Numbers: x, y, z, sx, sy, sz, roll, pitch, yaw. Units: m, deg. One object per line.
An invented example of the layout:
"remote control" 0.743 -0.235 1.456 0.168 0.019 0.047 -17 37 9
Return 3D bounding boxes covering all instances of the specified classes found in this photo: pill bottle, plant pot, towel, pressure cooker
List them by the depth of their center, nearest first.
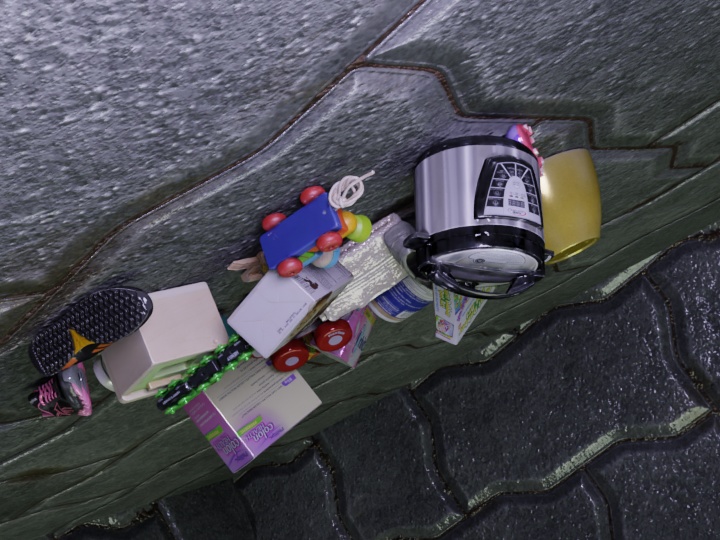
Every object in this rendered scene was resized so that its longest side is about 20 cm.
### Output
"pressure cooker" 0.160 -0.058 1.331 0.176 0.200 0.179 -8 159 22
"towel" 0.000 0.000 1.584 0.200 0.034 0.133 -34 142 3
"plant pot" 0.329 -0.095 1.698 0.200 0.142 0.200 -24 167 -6
"pill bottle" 0.104 -0.001 1.724 0.116 0.116 0.200 -9 159 -49

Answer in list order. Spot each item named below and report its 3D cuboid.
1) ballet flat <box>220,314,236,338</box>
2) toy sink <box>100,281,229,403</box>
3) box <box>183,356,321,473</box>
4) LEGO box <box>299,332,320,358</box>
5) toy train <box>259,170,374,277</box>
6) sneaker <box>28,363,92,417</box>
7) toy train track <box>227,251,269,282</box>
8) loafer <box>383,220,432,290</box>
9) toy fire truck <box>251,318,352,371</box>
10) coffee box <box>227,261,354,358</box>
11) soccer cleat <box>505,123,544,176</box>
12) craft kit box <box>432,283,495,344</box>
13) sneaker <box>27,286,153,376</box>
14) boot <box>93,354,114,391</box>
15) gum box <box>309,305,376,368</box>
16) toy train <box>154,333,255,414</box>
"ballet flat" -0.246 0.093 1.580 0.072 0.072 0.200 -24 166 -1
"toy sink" -0.302 0.117 1.476 0.130 0.112 0.200 -13 162 -40
"box" -0.204 0.215 1.751 0.176 0.200 0.097 -36 175 -40
"LEGO box" -0.197 0.167 1.927 0.200 0.077 0.149 -28 167 15
"toy train" -0.024 -0.063 1.299 0.200 0.085 0.116 -32 157 29
"sneaker" -0.478 0.197 1.588 0.095 0.079 0.200 -8 161 -16
"toy train track" -0.116 -0.023 1.432 0.115 0.033 0.200 -14 162 -38
"loafer" 0.103 -0.006 1.565 0.070 0.070 0.200 -40 141 13
"toy fire truck" -0.116 0.070 1.685 0.200 0.112 0.168 -26 143 4
"coffee box" -0.096 0.038 1.430 0.113 0.080 0.200 -48 175 17
"soccer cleat" 0.222 -0.158 1.447 0.076 0.067 0.200 -21 170 10
"craft kit box" 0.178 -0.017 1.577 0.200 0.049 0.198 -52 153 -30
"sneaker" -0.350 0.071 1.343 0.200 0.070 0.090 -29 -179 20
"boot" -0.342 0.137 1.605 0.090 0.073 0.200 -35 173 15
"gum box" -0.031 0.113 1.909 0.200 0.066 0.114 57 57 -77
"toy train" -0.217 0.147 1.439 0.200 0.042 0.056 -36 171 25
